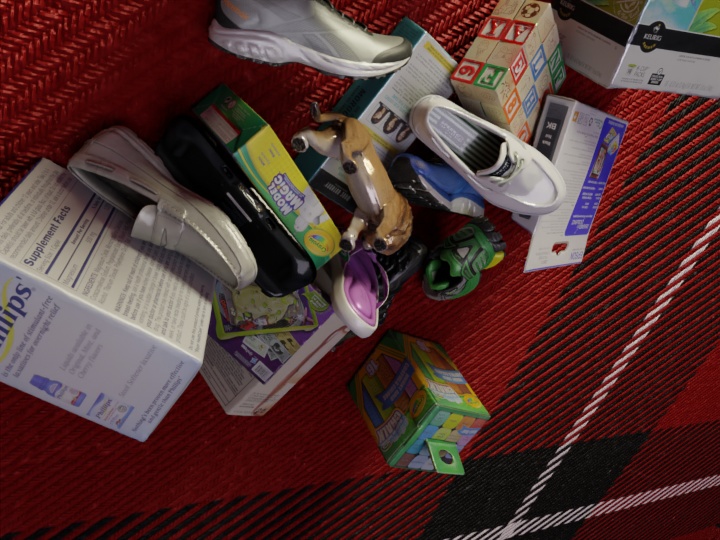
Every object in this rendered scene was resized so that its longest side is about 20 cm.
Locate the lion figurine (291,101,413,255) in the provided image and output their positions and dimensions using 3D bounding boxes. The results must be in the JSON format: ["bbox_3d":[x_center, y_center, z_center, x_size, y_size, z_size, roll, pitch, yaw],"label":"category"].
[{"bbox_3d":[0.002,-0.094,0.691,0.072,0.123,0.202,-5,120,23],"label":"lion figurine"}]

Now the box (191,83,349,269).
[{"bbox_3d":[-0.085,-0.085,0.695,0.048,0.117,0.200,-40,136,-4],"label":"box"}]

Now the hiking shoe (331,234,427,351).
[{"bbox_3d":[0.011,0.029,0.891,0.199,0.076,0.101,-37,148,11],"label":"hiking shoe"}]

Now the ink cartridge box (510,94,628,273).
[{"bbox_3d":[0.257,-0.103,0.842,0.197,0.043,0.202,-5,113,-53],"label":"ink cartridge box"}]

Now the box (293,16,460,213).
[{"bbox_3d":[0.019,-0.166,0.740,0.082,0.049,0.200,28,108,-43],"label":"box"}]

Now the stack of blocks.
[{"bbox_3d":[0.184,-0.195,0.777,0.116,0.058,0.200,-57,145,-10],"label":"stack of blocks"}]

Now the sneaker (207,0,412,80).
[{"bbox_3d":[-0.039,-0.228,0.630,0.198,0.074,0.080,4,116,-23],"label":"sneaker"}]

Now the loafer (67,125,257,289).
[{"bbox_3d":[-0.182,-0.048,0.626,0.070,0.199,0.070,-47,176,-36],"label":"loafer"}]

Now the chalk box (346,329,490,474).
[{"bbox_3d":[0.091,0.206,0.981,0.124,0.201,0.124,20,114,-40],"label":"chalk box"}]

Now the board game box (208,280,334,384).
[{"bbox_3d":[-0.136,0.014,0.732,0.200,0.032,0.120,44,103,-8],"label":"board game box"}]

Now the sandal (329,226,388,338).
[{"bbox_3d":[0.005,0.005,0.763,0.050,0.203,0.082,-38,117,18],"label":"sandal"}]

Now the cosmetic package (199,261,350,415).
[{"bbox_3d":[-0.097,0.073,0.818,0.200,0.104,0.087,-43,155,10],"label":"cosmetic package"}]

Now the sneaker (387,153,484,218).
[{"bbox_3d":[0.095,-0.117,0.800,0.199,0.078,0.090,4,100,-58],"label":"sneaker"}]

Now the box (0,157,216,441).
[{"bbox_3d":[-0.242,0.021,0.605,0.199,0.185,0.105,32,110,-21],"label":"box"}]

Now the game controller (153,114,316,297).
[{"bbox_3d":[-0.122,-0.057,0.657,0.200,0.104,0.042,50,52,-10],"label":"game controller"}]

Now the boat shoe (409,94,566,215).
[{"bbox_3d":[0.137,-0.113,0.712,0.198,0.067,0.074,26,104,-12],"label":"boat shoe"}]

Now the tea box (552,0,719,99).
[{"bbox_3d":[0.343,-0.314,0.753,0.198,0.134,0.199,-5,127,-28],"label":"tea box"}]

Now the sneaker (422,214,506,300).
[{"bbox_3d":[0.110,-0.005,0.866,0.085,0.079,0.200,-28,167,-16],"label":"sneaker"}]
